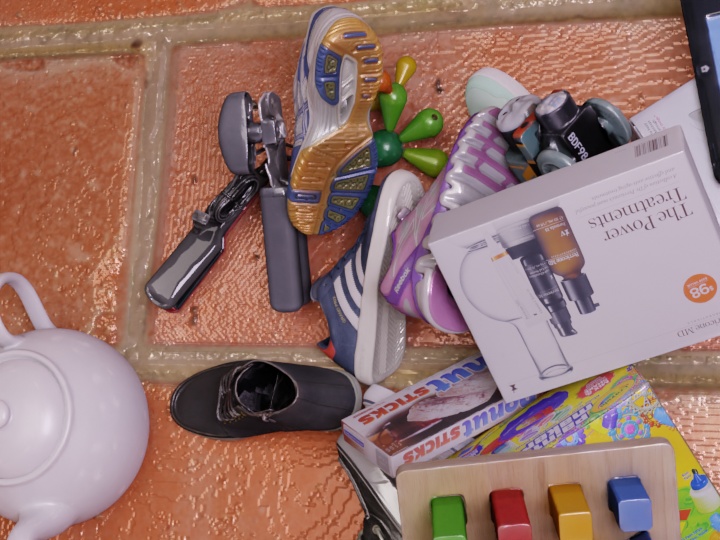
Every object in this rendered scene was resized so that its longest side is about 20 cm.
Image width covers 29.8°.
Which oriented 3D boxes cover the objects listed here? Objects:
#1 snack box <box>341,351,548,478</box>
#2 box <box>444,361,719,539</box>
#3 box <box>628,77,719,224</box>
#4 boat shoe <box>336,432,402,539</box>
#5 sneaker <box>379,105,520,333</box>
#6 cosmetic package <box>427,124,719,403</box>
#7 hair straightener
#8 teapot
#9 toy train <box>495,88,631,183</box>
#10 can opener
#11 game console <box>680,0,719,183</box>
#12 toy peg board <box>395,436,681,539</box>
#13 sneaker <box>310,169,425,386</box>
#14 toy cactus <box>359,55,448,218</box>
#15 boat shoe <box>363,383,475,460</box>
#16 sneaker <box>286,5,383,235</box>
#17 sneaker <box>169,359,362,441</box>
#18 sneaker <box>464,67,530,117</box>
[{"bbox_3d":[0.085,0.106,1.115,0.199,0.024,0.072,-23,30,-27],"label":"snack box"},{"bbox_3d":[0.177,0.202,1.044,0.199,0.122,0.193,-33,98,7],"label":"box"},{"bbox_3d":[0.348,-0.079,1.113,0.176,0.097,0.201,-33,69,8],"label":"box"},{"bbox_3d":[0.028,0.227,1.151,0.064,0.071,0.201,-37,71,4],"label":"boat shoe"},{"bbox_3d":[0.070,-0.044,1.106,0.088,0.080,0.201,-4,58,50],"label":"sneaker"},{"bbox_3d":[0.170,0.000,1.007,0.199,0.052,0.151,-20,115,20],"label":"cosmetic package"},{"bbox_3d":[-0.129,-0.044,1.266,0.041,0.077,0.200,43,89,7],"label":"hair straightener"},{"bbox_3d":[-0.298,0.135,1.236,0.199,0.146,0.198,32,87,23],"label":"teapot"},{"bbox_3d":[0.183,-0.060,1.079,0.085,0.200,0.114,-48,27,-17],"label":"toy train"},{"bbox_3d":[-0.087,-0.063,1.232,0.066,0.053,0.202,-2,100,15],"label":"can opener"},{"bbox_3d":[0.353,-0.176,1.073,0.175,0.031,0.202,-10,71,13],"label":"game console"},{"bbox_3d":[0.132,0.236,0.941,0.197,0.098,0.202,-6,101,3],"label":"toy peg board"},{"bbox_3d":[0.000,0.000,1.181,0.084,0.075,0.202,25,117,30],"label":"sneaker"},{"bbox_3d":[0.002,-0.100,1.238,0.164,0.102,0.201,-26,79,20],"label":"toy cactus"},{"bbox_3d":[0.076,0.172,1.154,0.199,0.071,0.070,33,85,15],"label":"boat shoe"},{"bbox_3d":[-0.026,-0.132,1.183,0.088,0.075,0.201,-123,41,-57],"label":"sneaker"},{"bbox_3d":[-0.108,0.106,1.192,0.199,0.106,0.075,-8,75,30],"label":"sneaker"},{"bbox_3d":[0.111,-0.083,1.177,0.117,0.074,0.202,-16,71,-23],"label":"sneaker"}]
